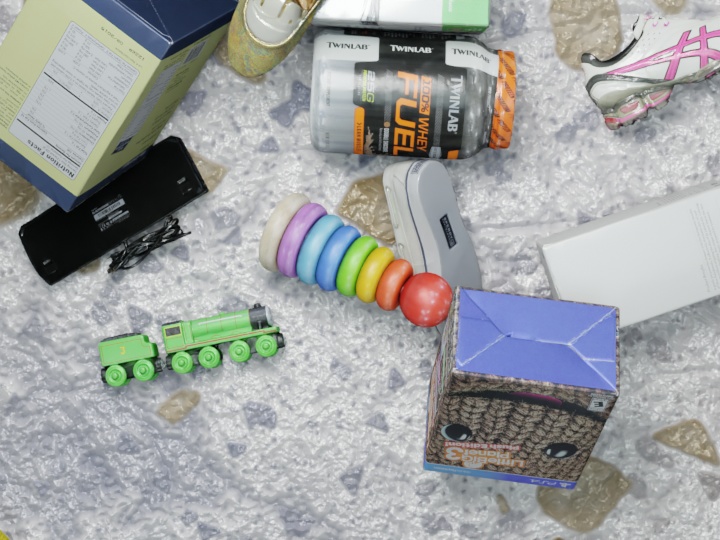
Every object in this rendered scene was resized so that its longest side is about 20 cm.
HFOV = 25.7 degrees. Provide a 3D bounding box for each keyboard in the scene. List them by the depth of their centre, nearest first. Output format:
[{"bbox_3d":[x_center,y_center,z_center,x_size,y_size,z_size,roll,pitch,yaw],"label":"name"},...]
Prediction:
[{"bbox_3d":[-0.248,-0.047,1.632,0.199,0.040,0.105,-30,73,5],"label":"keyboard"}]

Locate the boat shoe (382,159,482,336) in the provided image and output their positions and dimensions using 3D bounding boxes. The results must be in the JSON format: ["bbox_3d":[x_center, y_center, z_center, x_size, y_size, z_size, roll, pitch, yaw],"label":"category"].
[{"bbox_3d":[0.067,-0.020,1.612,0.071,0.069,0.201,-38,122,-37],"label":"boat shoe"}]

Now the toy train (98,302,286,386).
[{"bbox_3d":[-0.176,0.077,1.638,0.198,0.042,0.057,-12,86,2],"label":"toy train"}]

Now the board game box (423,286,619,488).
[{"bbox_3d":[0.154,0.118,1.546,0.158,0.201,0.098,7,56,-1],"label":"board game box"}]

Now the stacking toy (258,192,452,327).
[{"bbox_3d":[0.000,0.000,1.575,0.199,0.085,0.086,27,97,17],"label":"stacking toy"}]

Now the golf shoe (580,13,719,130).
[{"bbox_3d":[0.317,-0.224,1.580,0.199,0.073,0.093,-30,95,4],"label":"golf shoe"}]

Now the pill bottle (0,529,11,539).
[{"bbox_3d":[-0.403,0.317,1.631,0.112,0.112,0.200,-43,94,5],"label":"pill bottle"}]

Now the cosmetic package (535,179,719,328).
[{"bbox_3d":[0.288,-0.011,1.600,0.198,0.085,0.109,-17,96,3],"label":"cosmetic package"}]

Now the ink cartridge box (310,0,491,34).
[{"bbox_3d":[0.025,-0.277,1.537,0.198,0.146,0.085,3,97,0],"label":"ink cartridge box"}]

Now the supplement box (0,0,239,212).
[{"bbox_3d":[-0.243,-0.195,1.494,0.134,0.200,0.200,37,114,0],"label":"supplement box"}]

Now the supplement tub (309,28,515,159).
[{"bbox_3d":[0.050,-0.173,1.563,0.198,0.123,0.124,2,97,0],"label":"supplement tub"}]

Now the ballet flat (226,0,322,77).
[{"bbox_3d":[-0.058,-0.263,1.436,0.071,0.071,0.200,38,97,-4],"label":"ballet flat"}]
